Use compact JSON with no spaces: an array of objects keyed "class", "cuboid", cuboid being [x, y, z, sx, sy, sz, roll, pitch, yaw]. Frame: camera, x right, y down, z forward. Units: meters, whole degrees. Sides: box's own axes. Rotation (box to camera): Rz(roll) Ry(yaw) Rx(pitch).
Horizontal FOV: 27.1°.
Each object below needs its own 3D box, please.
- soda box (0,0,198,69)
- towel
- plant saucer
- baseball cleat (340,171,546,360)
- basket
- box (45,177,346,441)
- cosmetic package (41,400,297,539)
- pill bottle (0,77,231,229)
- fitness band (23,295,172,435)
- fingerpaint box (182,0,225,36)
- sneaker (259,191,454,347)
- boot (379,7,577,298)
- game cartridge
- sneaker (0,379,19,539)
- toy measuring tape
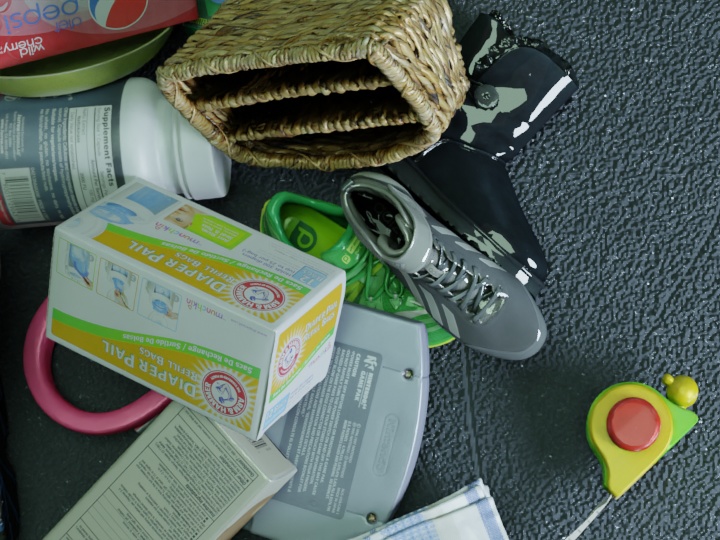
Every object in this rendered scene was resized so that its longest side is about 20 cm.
[{"class":"soda box","cuboid":[-0.235,-0.221,1.206,0.198,0.070,0.063,-18,37,-16]},{"class":"towel","cuboid":[0.037,0.266,1.157,0.199,0.024,0.148,-22,86,-14]},{"class":"plant saucer","cuboid":[-0.248,-0.192,1.261,0.198,0.201,0.031,-4,122,6]},{"class":"baseball cleat","cuboid":[0.058,0.003,1.138,0.199,0.106,0.070,38,98,1]},{"class":"basket","cuboid":[-0.032,-0.133,1.150,0.198,0.149,0.144,-3,122,25]},{"class":"box","cuboid":[-0.126,0.026,1.142,0.199,0.112,0.102,24,123,18]},{"class":"cosmetic package","cuboid":[-0.157,0.193,1.180,0.200,0.071,0.105,-45,79,11]},{"class":"pill bottle","cuboid":[-0.213,-0.099,1.247,0.198,0.120,0.121,-4,78,6]},{"class":"fitness band","cuboid":[-0.191,0.049,1.256,0.200,0.037,0.144,-42,76,-4]},{"class":"fingerpaint box","cuboid":[-0.031,-0.252,1.279,0.198,0.073,0.168,16,80,10]},{"class":"sneaker","cuboid":[0.000,0.000,1.217,0.199,0.084,0.074,28,79,11]},{"class":"boot","cuboid":[0.122,-0.100,1.227,0.168,0.076,0.200,-46,71,0]},{"class":"game cartridge","cuboid":[-0.017,0.127,1.198,0.132,0.040,0.202,16,93,17]},{"class":"sneaker","cuboid":[-0.335,0.133,1.235,0.076,0.076,0.202,-9,75,2]},{"class":"toy measuring tape","cuboid":[0.184,0.149,1.173,0.200,0.074,0.074,-43,77,-3]}]
